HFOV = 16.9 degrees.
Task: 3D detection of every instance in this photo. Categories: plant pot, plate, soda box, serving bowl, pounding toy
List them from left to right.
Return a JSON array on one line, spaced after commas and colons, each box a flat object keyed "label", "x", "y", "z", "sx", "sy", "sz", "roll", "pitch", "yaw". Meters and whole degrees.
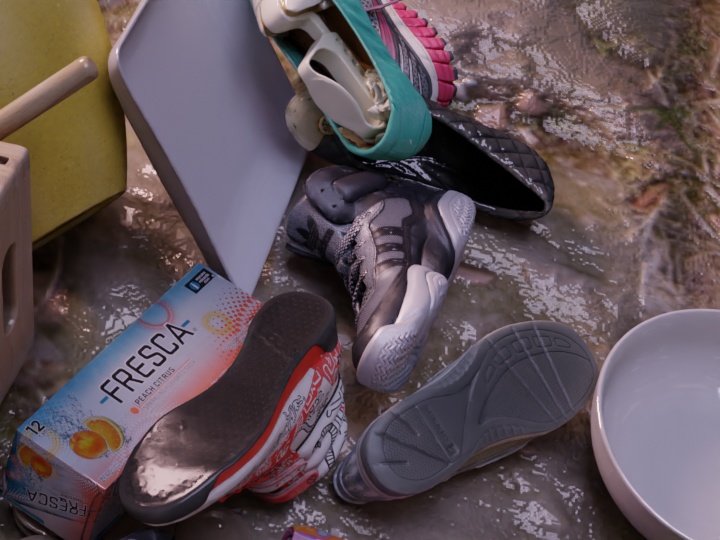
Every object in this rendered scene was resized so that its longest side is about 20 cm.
[{"label": "pounding toy", "x": -0.262, "y": -0.024, "z": 1.416, "sx": 0.184, "sy": 0.200, "sz": 0.142, "roll": 13, "pitch": 41, "yaw": 8}, {"label": "plant pot", "x": -0.226, "y": -0.085, "z": 1.531, "sx": 0.200, "sy": 0.200, "sz": 0.142, "roll": -33, "pitch": 92, "yaw": -36}, {"label": "soda box", "x": -0.132, "y": 0.081, "z": 1.479, "sx": 0.068, "sy": 0.064, "sz": 0.200, "roll": 33, "pitch": 43, "yaw": 12}, {"label": "plate", "x": -0.102, "y": -0.110, "z": 1.589, "sx": 0.032, "sy": 0.200, "sz": 0.200, "roll": -12, "pitch": 34, "yaw": 22}, {"label": "serving bowl", "x": 0.239, "y": 0.124, "z": 1.586, "sx": 0.200, "sy": 0.066, "sz": 0.200, "roll": 9, "pitch": 50, "yaw": -11}]

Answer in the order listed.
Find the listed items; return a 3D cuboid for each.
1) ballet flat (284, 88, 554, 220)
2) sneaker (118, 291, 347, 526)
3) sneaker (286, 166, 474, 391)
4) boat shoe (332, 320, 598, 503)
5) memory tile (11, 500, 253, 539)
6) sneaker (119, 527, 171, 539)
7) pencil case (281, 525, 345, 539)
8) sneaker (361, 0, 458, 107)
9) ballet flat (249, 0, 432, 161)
[{"label": "ballet flat", "x": 0.044, "y": -0.085, "z": 1.674, "sx": 0.200, "sy": 0.066, "sz": 0.057, "roll": 16, "pitch": 16, "yaw": -15}, {"label": "sneaker", "x": -0.068, "y": 0.112, "z": 1.453, "sx": 0.067, "sy": 0.108, "sz": 0.201, "roll": 14, "pitch": 43, "yaw": 25}, {"label": "sneaker", "x": 0.000, "y": 0.000, "z": 1.581, "sx": 0.114, "sy": 0.076, "sz": 0.200, "roll": 22, "pitch": 35, "yaw": 3}, {"label": "boat shoe", "x": 0.069, "y": 0.092, "z": 1.555, "sx": 0.202, "sy": 0.065, "sz": 0.074, "roll": -30, "pitch": 88, "yaw": -35}, {"label": "memory tile", "x": -0.142, "y": 0.211, "z": 1.418, "sx": 0.153, "sy": 0.017, "sz": 0.200, "roll": 13, "pitch": 49, "yaw": -9}, {"label": "sneaker", "x": -0.094, "y": 0.209, "z": 1.374, "sx": 0.200, "sy": 0.075, "sz": 0.114, "roll": 10, "pitch": 53, "yaw": -8}, {"label": "pencil case", "x": 0.038, "y": 0.212, "z": 1.437, "sx": 0.200, "sy": 0.087, "sz": 0.087, "roll": 16, "pitch": 49, "yaw": -8}, {"label": "sneaker", "x": -0.015, "y": -0.186, "z": 1.736, "sx": 0.075, "sy": 0.081, "sz": 0.200, "roll": -28, "pitch": 67, "yaw": -30}, {"label": "ballet flat", "x": -0.027, "y": -0.156, "z": 1.616, "sx": 0.200, "sy": 0.067, "sz": 0.070, "roll": 53, "pitch": 29, "yaw": 6}]
